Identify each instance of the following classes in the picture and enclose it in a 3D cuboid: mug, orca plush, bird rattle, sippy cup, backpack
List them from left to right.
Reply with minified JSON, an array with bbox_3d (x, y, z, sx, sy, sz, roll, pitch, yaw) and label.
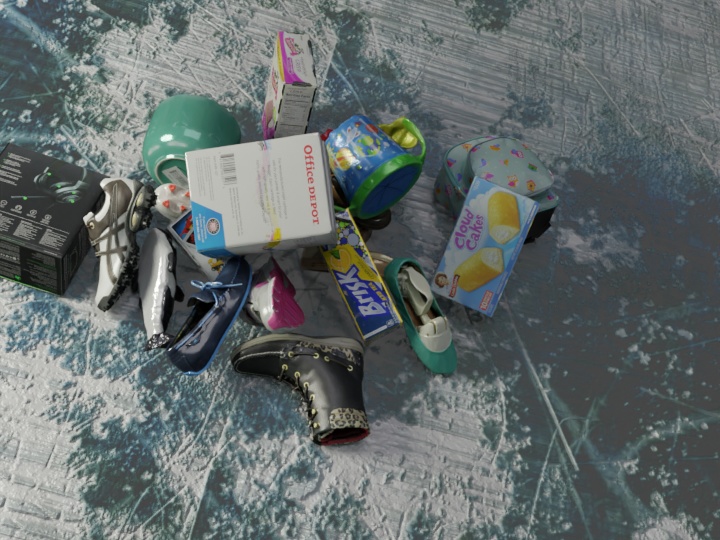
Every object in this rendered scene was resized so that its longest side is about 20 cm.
[{"bbox_3d":[-0.286,0.032,1.507,0.071,0.105,0.201,22,36,-42],"label":"orca plush"},{"bbox_3d":[-0.266,-0.191,1.643,0.183,0.153,0.115,15,51,-5],"label":"mug"},{"bbox_3d":[0.010,-0.176,1.623,0.177,0.140,0.131,-24,67,-42],"label":"sippy cup"},{"bbox_3d":[0.015,-0.198,1.742,0.198,0.114,0.163,-5,35,-25],"label":"bird rattle"},{"bbox_3d":[0.233,-0.149,1.763,0.175,0.154,0.200,-22,53,-25],"label":"backpack"}]

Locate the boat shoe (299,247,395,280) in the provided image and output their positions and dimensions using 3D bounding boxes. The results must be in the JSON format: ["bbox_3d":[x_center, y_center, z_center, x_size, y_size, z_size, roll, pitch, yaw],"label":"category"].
[{"bbox_3d":[0.000,0.000,1.628,0.198,0.071,0.065,17,82,1],"label":"boat shoe"}]

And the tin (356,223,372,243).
[{"bbox_3d":[-0.072,-0.098,1.702,0.198,0.042,0.113,8,45,-10],"label":"tin"}]

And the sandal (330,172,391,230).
[{"bbox_3d":[-0.038,-0.128,1.676,0.198,0.055,0.082,23,48,2],"label":"sandal"}]

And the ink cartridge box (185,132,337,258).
[{"bbox_3d":[-0.140,-0.105,1.472,0.198,0.145,0.149,-7,86,2],"label":"ink cartridge box"}]

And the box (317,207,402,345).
[{"bbox_3d":[-0.007,0.011,1.556,0.070,0.064,0.201,-25,80,-4],"label":"box"}]

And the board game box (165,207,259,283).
[{"bbox_3d":[-0.192,-0.080,1.578,0.200,0.035,0.127,-42,97,-18],"label":"board game box"}]

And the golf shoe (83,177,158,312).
[{"bbox_3d":[-0.373,-0.041,1.489,0.094,0.078,0.202,17,87,-5],"label":"golf shoe"}]

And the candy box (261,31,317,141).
[{"bbox_3d":[-0.127,-0.293,1.737,0.060,0.201,0.137,2,50,-15],"label":"candy box"}]

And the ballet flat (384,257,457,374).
[{"bbox_3d":[0.098,0.069,1.548,0.067,0.070,0.201,-24,83,-23],"label":"ballet flat"}]

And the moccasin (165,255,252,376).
[{"bbox_3d":[-0.217,0.054,1.444,0.068,0.080,0.201,39,51,-26],"label":"moccasin"}]

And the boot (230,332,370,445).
[{"bbox_3d":[-0.084,0.173,1.448,0.201,0.074,0.155,1,54,-14],"label":"boot"}]

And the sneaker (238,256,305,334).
[{"bbox_3d":[-0.142,0.053,1.494,0.088,0.082,0.200,-34,18,3],"label":"sneaker"}]

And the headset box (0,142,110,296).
[{"bbox_3d":[-0.495,-0.085,1.524,0.173,0.093,0.201,17,48,-1],"label":"headset box"}]

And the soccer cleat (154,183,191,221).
[{"bbox_3d":[-0.243,-0.084,1.621,0.199,0.077,0.070,27,76,-14],"label":"soccer cleat"}]

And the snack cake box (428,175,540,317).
[{"bbox_3d":[0.200,-0.041,1.631,0.114,0.202,0.067,22,8,2],"label":"snack cake box"}]
